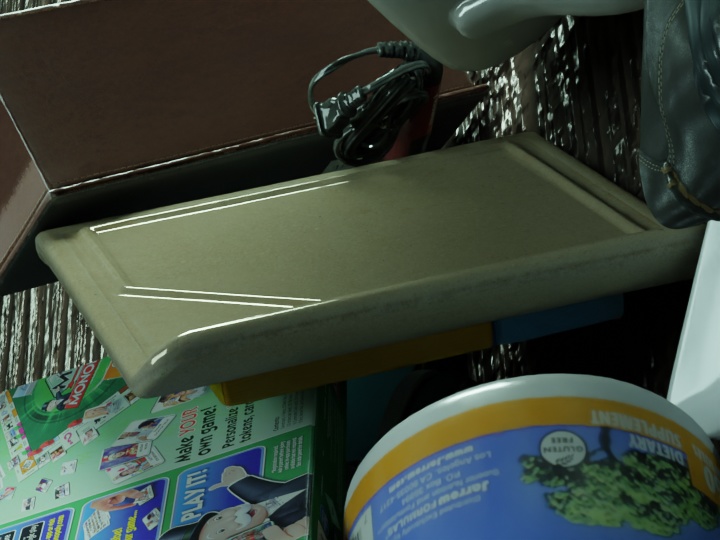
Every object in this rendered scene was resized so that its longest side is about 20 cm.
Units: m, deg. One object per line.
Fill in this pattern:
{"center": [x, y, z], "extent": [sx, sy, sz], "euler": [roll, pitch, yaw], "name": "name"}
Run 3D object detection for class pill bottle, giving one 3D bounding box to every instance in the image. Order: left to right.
{"center": [0.056, 0.135, 0.682], "extent": [0.200, 0.112, 0.112], "euler": [-96, 29, -43], "name": "pill bottle"}

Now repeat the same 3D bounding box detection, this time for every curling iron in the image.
{"center": [0.000, -0.023, 0.994], "extent": [0.200, 0.049, 0.026], "euler": [99, 156, -58], "name": "curling iron"}

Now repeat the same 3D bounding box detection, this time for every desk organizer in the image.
{"center": [-0.060, -0.061, 0.986], "extent": [0.077, 0.200, 0.072], "euler": [61, 142, 18], "name": "desk organizer"}

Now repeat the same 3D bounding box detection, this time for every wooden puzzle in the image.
{"center": [0.000, 0.000, 0.851], "extent": [0.200, 0.185, 0.037], "euler": [-145, 45, -71], "name": "wooden puzzle"}

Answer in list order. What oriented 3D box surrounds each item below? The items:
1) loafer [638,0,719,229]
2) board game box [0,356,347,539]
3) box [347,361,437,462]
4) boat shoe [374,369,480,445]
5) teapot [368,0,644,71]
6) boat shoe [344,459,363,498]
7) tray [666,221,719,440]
{"center": [0.107, -0.099, 0.737], "extent": [0.072, 0.073, 0.200], "euler": [-45, 22, 44], "name": "loafer"}
{"center": [-0.071, 0.071, 0.810], "extent": [0.200, 0.134, 0.029], "euler": [-89, -22, -69], "name": "board game box"}
{"center": [-0.017, 0.097, 0.955], "extent": [0.082, 0.049, 0.200], "euler": [-3, -71, -82], "name": "box"}
{"center": [0.040, 0.111, 0.849], "extent": [0.062, 0.073, 0.200], "euler": [-14, 43, 18], "name": "boat shoe"}
{"center": [0.032, -0.174, 0.907], "extent": [0.146, 0.200, 0.197], "euler": [-42, 8, 10], "name": "teapot"}
{"center": [-0.060, 0.127, 0.865], "extent": [0.200, 0.060, 0.074], "euler": [-48, 32, 37], "name": "boat shoe"}
{"center": [0.142, 0.001, 0.678], "extent": [0.200, 0.022, 0.108], "euler": [-172, 97, -70], "name": "tray"}
